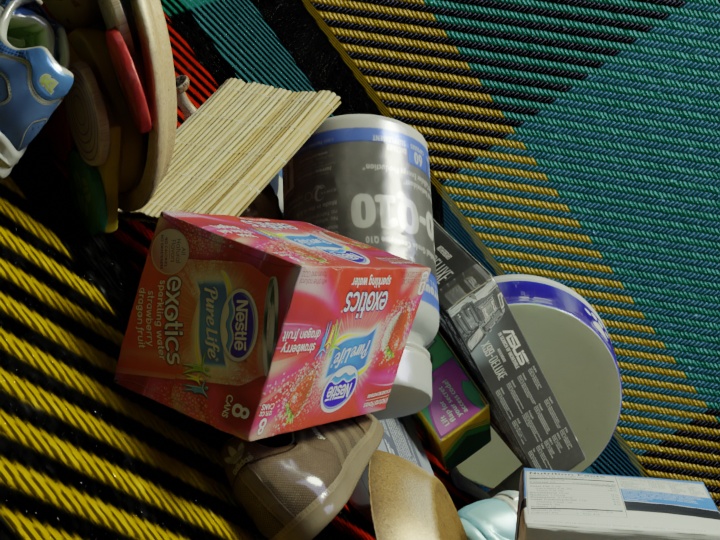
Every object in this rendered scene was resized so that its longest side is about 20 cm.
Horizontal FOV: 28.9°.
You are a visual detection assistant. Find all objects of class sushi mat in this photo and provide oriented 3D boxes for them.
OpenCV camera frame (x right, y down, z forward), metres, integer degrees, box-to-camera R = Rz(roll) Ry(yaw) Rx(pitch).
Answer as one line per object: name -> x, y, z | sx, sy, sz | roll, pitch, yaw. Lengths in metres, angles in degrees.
sushi mat -> -0.093, -0.083, 0.956 | 0.200, 0.095, 0.012 | -55, 147, -50

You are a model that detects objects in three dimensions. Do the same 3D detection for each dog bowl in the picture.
dog bowl -> 0.154, 0.111, 1.362 | 0.201, 0.199, 0.079 | 52, 13, -14

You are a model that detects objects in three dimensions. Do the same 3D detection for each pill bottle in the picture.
pill bottle -> 0.000, 0.000, 1.014 | 0.114, 0.112, 0.202 | 37, 45, -59

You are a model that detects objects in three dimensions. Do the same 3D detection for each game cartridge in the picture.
game cartridge -> 0.012, 0.137, 1.089 | 0.133, 0.041, 0.201 | 52, 9, -35

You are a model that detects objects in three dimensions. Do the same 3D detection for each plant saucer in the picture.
plant saucer -> 0.054, 0.207, 0.892 | 0.200, 0.035, 0.202 | -19, 90, -82

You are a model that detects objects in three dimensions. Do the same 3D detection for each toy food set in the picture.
toy food set -> -0.163, -0.131, 0.841 | 0.199, 0.048, 0.201 | 54, -34, 37

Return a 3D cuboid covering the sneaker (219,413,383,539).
sneaker -> -0.036, 0.105, 0.867 | 0.076, 0.070, 0.200 | 48, 9, -3

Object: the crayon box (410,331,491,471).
crayon box -> 0.038, 0.068, 1.229 | 0.201, 0.058, 0.173 | 55, -6, 16

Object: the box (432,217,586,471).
box -> 0.104, 0.066, 1.189 | 0.201, 0.049, 0.158 | 60, -5, -26

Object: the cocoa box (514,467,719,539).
cocoa box -> 0.161, 0.244, 0.903 | 0.131, 0.132, 0.203 | -52, 145, -81

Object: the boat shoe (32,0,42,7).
boat shoe -> -0.227, -0.214, 0.937 | 0.075, 0.092, 0.200 | 59, 10, 24

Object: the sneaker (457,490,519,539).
sneaker -> 0.102, 0.267, 1.011 | 0.074, 0.081, 0.202 | -33, -111, 59

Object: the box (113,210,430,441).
box -> -0.045, 0.029, 0.819 | 0.095, 0.101, 0.200 | 21, 7, 21

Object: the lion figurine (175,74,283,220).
lion figurine -> -0.116, -0.078, 1.086 | 0.123, 0.072, 0.201 | 55, 4, -40

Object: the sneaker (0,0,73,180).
sneaker -> -0.203, -0.125, 0.805 | 0.076, 0.077, 0.201 | 45, 12, -38

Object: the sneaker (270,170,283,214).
sneaker -> -0.057, -0.044, 1.145 | 0.202, 0.081, 0.074 | 65, -31, 18

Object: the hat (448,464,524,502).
hat -> 0.175, 0.226, 1.281 | 0.200, 0.081, 0.201 | 42, -2, 2
